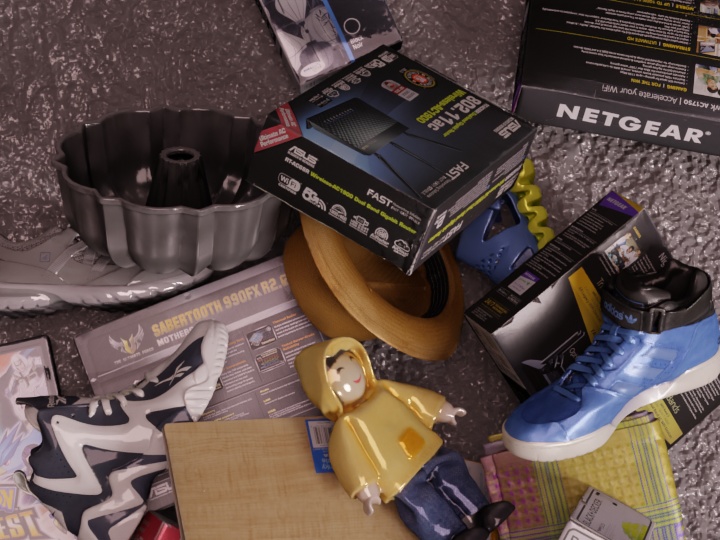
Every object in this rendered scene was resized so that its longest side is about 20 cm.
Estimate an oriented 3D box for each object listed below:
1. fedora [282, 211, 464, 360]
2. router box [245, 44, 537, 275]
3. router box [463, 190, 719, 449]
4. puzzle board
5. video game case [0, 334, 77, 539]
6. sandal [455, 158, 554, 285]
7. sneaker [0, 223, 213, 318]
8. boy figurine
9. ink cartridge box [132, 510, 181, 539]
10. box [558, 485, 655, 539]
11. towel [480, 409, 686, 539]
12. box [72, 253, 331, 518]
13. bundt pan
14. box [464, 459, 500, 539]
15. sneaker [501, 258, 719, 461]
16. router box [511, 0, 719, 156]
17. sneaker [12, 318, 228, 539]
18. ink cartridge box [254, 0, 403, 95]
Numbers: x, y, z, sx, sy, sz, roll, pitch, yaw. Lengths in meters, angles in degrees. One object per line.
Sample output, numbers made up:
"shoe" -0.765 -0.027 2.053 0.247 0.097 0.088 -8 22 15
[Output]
"fedora" 0.000 0.000 1.582 0.082 0.200 0.201 -30 81 30
"router box" 0.027 -0.090 1.521 0.150 0.200 0.062 30 124 14
"router box" 0.196 0.063 1.569 0.157 0.052 0.200 -38 120 -8
"puzzle board" -0.045 0.183 1.494 0.199 0.017 0.151 -1 62 -26
"video game case" -0.331 0.162 1.595 0.199 0.026 0.181 -13 81 -4
"sandal" 0.117 -0.023 1.624 0.087 0.080 0.201 -17 73 -2
"sneaker" -0.219 -0.009 1.602 0.199 0.075 0.082 -3 82 -2
"boy figurine" 0.030 0.129 1.513 0.124 0.064 0.200 -36 84 -33
"ink cartridge box" -0.144 0.309 1.528 0.145 0.083 0.201 30 82 -15
"box" 0.144 0.270 1.476 0.060 0.117 0.201 28 101 10
"towel" 0.182 0.212 1.531 0.143 0.023 0.201 -14 93 14
"box" -0.113 0.092 1.604 0.199 0.048 0.159 -22 82 -6
"bundt pan" -0.144 -0.059 1.570 0.201 0.202 0.076 3 118 -2
"box" 0.021 0.197 1.551 0.199 0.041 0.119 13 58 -16
"sneaker" 0.186 0.059 1.485 0.199 0.077 0.112 -23 122 -21
"router box" 0.232 -0.179 1.636 0.199 0.051 0.150 10 58 1
"sneaker" -0.196 0.106 1.533 0.129 0.079 0.200 30 92 -6
"ink cartridge box" -0.049 -0.258 1.671 0.099 0.039 0.201 -25 82 -6
